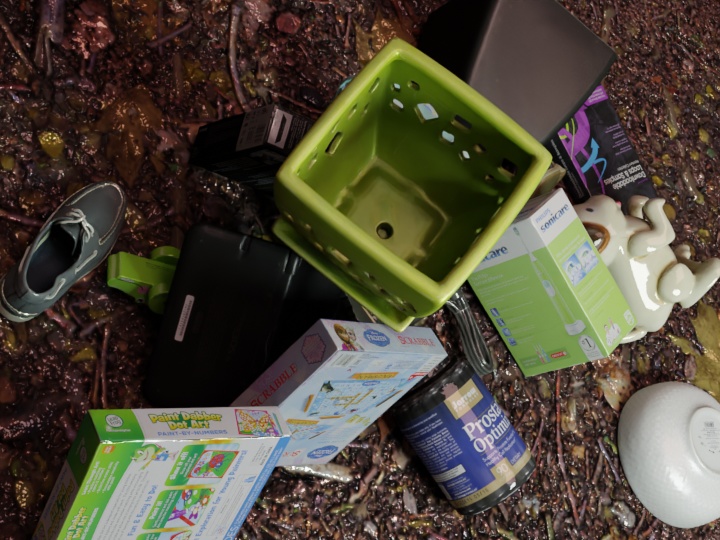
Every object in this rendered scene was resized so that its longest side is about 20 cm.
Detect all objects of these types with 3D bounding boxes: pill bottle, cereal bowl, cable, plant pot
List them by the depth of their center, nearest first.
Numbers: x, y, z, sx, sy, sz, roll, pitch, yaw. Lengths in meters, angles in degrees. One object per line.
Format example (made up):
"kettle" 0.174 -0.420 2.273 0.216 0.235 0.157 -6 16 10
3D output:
"plant pot" 0.036 -0.068 1.281 0.199 0.182 0.200 38 68 3
"pill bottle" 0.105 0.173 1.520 0.112 0.112 0.200 -37 94 -41
"cable" 0.108 0.038 1.642 0.201 0.050 0.097 65 18 -12
"plant pot" 0.179 -0.243 1.721 0.200 0.199 0.178 35 65 -19
"cereal bowl" 0.444 0.240 1.758 0.199 0.083 0.201 14 63 -30

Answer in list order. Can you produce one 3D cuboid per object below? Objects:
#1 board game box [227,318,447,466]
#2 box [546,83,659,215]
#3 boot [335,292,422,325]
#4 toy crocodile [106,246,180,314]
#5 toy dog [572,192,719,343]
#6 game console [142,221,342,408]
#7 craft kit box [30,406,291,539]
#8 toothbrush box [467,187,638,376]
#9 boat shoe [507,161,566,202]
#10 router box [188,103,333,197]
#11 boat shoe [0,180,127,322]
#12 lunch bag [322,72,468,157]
"board game box" -0.038 0.129 1.343 0.200 0.199 0.041 9 43 -55
"box" 0.339 -0.168 1.894 0.143 0.036 0.201 -24 87 -40
"boot" 0.000 0.000 1.555 0.138 0.077 0.201 -35 105 -45
"toy crocodile" -0.180 0.024 1.416 0.199 0.062 0.068 13 46 -29
"toy dog" 0.352 -0.020 1.788 0.200 0.194 0.140 37 11 -17
"game console" -0.118 0.056 1.398 0.175 0.116 0.201 16 101 -3
"craft kit box" -0.190 0.210 1.234 0.197 0.200 0.049 1 41 -38
"toothbrush box" 0.229 0.018 1.645 0.086 0.145 0.200 -41 102 -40
"boat shoe" 0.225 -0.124 1.737 0.066 0.072 0.201 39 16 7
"router box" -0.083 -0.124 1.457 0.149 0.200 0.051 21 78 -28
"boat shoe" -0.296 -0.028 1.348 0.073 0.062 0.200 45 51 -11
"lunch bag" 0.037 -0.142 1.561 0.200 0.161 0.077 45 50 12
